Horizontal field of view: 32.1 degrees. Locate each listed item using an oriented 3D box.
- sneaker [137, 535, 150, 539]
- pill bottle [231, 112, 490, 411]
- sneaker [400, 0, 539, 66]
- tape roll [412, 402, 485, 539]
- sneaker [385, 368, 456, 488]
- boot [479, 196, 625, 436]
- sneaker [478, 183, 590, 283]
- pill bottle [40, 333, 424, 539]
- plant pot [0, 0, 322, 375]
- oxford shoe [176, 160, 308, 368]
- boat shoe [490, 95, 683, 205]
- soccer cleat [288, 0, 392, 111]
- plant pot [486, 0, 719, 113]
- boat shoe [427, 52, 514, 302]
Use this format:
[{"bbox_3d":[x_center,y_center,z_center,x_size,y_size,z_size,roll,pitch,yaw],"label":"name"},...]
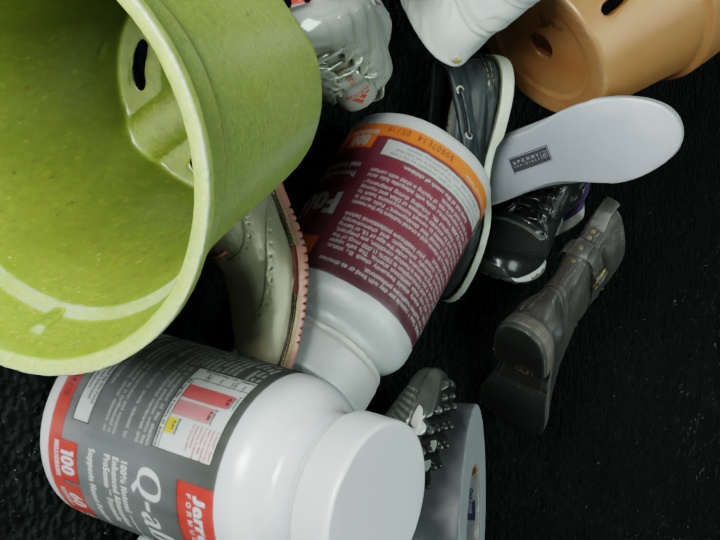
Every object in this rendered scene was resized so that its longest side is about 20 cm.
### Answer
[{"bbox_3d":[-0.114,0.255,0.742,0.076,0.105,0.200,123,-17,-55],"label":"sneaker"},{"bbox_3d":[0.000,0.000,0.860,0.200,0.114,0.114,-60,143,-26],"label":"pill bottle"},{"bbox_3d":[0.066,-0.248,0.925,0.074,0.116,0.200,11,56,-32],"label":"sneaker"},{"bbox_3d":[0.058,0.205,0.994,0.200,0.066,0.200,2,90,-79],"label":"tape roll"},{"bbox_3d":[-0.006,0.149,0.859,0.200,0.090,0.066,-66,160,6],"label":"sneaker"},{"bbox_3d":[0.188,0.046,1.152,0.174,0.069,0.200,-49,158,-29],"label":"boot"},{"bbox_3d":[0.150,-0.064,1.092,0.200,0.076,0.088,-45,154,-53],"label":"sneaker"},{"bbox_3d":[-0.072,0.106,0.703,0.116,0.200,0.116,-23,119,-52],"label":"pill bottle"},{"bbox_3d":[-0.115,-0.076,0.612,0.184,0.200,0.200,-38,132,-60],"label":"plant pot"},{"bbox_3d":[-0.082,-0.030,0.755,0.074,0.071,0.200,-6,84,-36],"label":"oxford shoe"},{"bbox_3d":[0.165,-0.099,1.016,0.057,0.200,0.069,-31,107,-60],"label":"boat shoe"},{"bbox_3d":[-0.014,-0.138,0.792,0.200,0.069,0.078,-35,115,-73],"label":"soccer cleat"},{"bbox_3d":[0.191,-0.221,1.029,0.140,0.200,0.200,-41,135,-20],"label":"plant pot"},{"bbox_3d":[0.066,-0.074,0.985,0.066,0.075,0.199,6,105,-29],"label":"boat shoe"}]
